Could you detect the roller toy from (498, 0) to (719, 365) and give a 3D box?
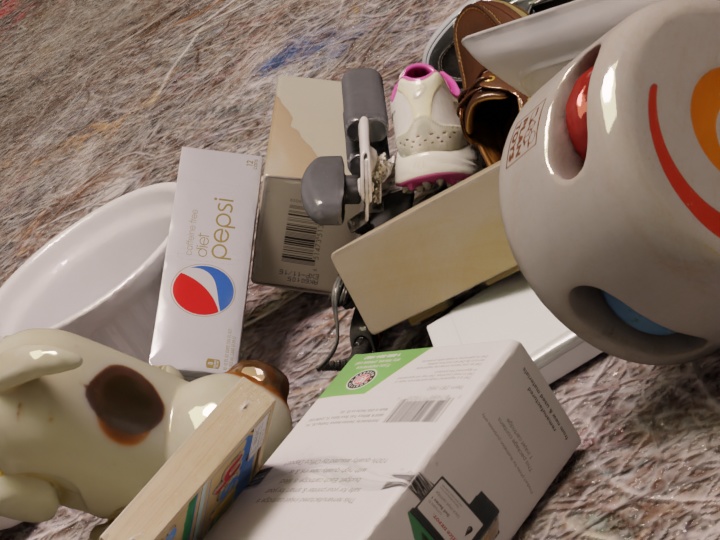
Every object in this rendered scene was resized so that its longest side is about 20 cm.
[{"bbox_3d":[0.175,-0.049,1.246,0.182,0.201,0.140,-23,-8,-35],"label":"roller toy"}]

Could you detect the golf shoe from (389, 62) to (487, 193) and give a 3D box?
[{"bbox_3d":[0.059,-0.110,1.638,0.075,0.092,0.200,-10,6,4],"label":"golf shoe"}]

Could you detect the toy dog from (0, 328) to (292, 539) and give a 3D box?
[{"bbox_3d":[-0.140,0.100,1.417,0.198,0.195,0.140,10,49,-5],"label":"toy dog"}]

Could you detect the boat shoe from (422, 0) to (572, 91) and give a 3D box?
[{"bbox_3d":[0.138,-0.197,1.778,0.199,0.072,0.071,-25,19,15],"label":"boat shoe"}]

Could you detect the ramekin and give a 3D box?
[{"bbox_3d":[-0.191,0.029,1.738,0.199,0.098,0.201,-29,23,13],"label":"ramekin"}]

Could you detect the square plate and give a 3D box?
[{"bbox_3d":[0.198,-0.119,1.411,0.199,0.197,0.029,-12,59,42],"label":"square plate"}]

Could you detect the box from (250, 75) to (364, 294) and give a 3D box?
[{"bbox_3d":[-0.036,-0.069,1.701,0.077,0.096,0.200,7,25,-2],"label":"box"}]

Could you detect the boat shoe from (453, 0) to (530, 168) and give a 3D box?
[{"bbox_3d":[0.103,-0.119,1.550,0.072,0.067,0.201,-56,41,38],"label":"boat shoe"}]

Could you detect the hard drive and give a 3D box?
[{"bbox_3d":[0.140,0.015,1.401,0.199,0.026,0.132,-32,22,6],"label":"hard drive"}]

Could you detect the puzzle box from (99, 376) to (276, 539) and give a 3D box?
[{"bbox_3d":[-0.107,0.162,1.278,0.133,0.025,0.201,-48,-15,-32],"label":"puzzle box"}]

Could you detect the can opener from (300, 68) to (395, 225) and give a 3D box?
[{"bbox_3d":[-0.006,-0.094,1.593,0.066,0.053,0.200,0,25,2],"label":"can opener"}]

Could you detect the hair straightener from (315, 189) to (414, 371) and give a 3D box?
[{"bbox_3d":[0.000,0.000,1.557,0.041,0.077,0.200,-14,29,30],"label":"hair straightener"}]

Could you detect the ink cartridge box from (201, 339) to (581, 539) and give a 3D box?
[{"bbox_3d":[0.009,0.137,1.253,0.145,0.085,0.200,-7,34,49],"label":"ink cartridge box"}]

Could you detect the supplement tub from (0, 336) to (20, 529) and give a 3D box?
[{"bbox_3d":[-0.332,0.133,1.660,0.199,0.145,0.145,-15,28,39],"label":"supplement tub"}]

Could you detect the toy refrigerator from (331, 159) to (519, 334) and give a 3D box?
[{"bbox_3d":[0.082,-0.027,1.458,0.199,0.070,0.076,-27,3,39],"label":"toy refrigerator"}]

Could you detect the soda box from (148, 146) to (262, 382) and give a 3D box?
[{"bbox_3d":[-0.112,0.010,1.594,0.063,0.068,0.201,6,53,-3],"label":"soda box"}]
